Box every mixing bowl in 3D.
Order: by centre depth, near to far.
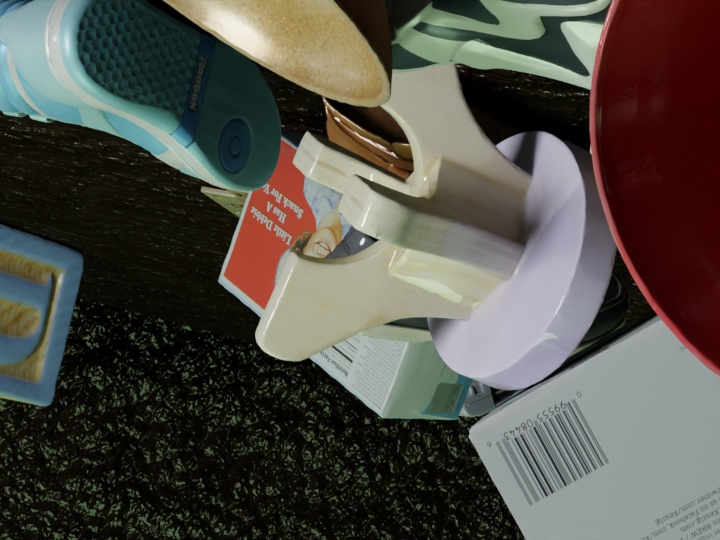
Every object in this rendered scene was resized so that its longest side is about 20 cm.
[{"bbox_3d":[0.190,-0.052,0.657,0.199,0.201,0.108,8,-163,32],"label":"mixing bowl"}]

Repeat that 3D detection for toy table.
[{"bbox_3d":[0.036,-0.026,0.967,0.117,0.185,0.200,22,175,-16],"label":"toy table"}]

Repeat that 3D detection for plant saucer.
[{"bbox_3d":[-0.061,-0.135,0.722,0.200,0.035,0.200,35,172,5],"label":"plant saucer"}]

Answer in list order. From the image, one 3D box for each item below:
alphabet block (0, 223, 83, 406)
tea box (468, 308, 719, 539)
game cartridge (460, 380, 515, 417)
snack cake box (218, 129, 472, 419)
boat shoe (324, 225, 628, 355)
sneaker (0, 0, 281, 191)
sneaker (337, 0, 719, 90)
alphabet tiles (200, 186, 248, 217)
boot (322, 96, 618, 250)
[{"bbox_3d":[-0.482,0.042,2.347,0.199,0.197,0.195,7,169,37],"label":"alphabet block"},{"bbox_3d":[0.184,0.074,0.959,0.200,0.134,0.197,-30,176,15],"label":"tea box"},{"bbox_3d":[0.147,0.105,2.042,0.199,0.041,0.133,-20,-166,-30],"label":"game cartridge"},{"bbox_3d":[0.000,0.000,1.251,0.067,0.115,0.200,5,-158,-39],"label":"snack cake box"},{"bbox_3d":[0.074,0.004,1.116,0.199,0.063,0.073,4,-141,-24],"label":"boat shoe"},{"bbox_3d":[-0.142,-0.106,1.126,0.130,0.080,0.200,4,160,36],"label":"sneaker"},{"bbox_3d":[0.078,-0.101,0.774,0.129,0.080,0.199,25,158,-23],"label":"sneaker"},{"bbox_3d":[-0.041,-0.044,1.702,0.166,0.006,0.200,10,172,16],"label":"alphabet tiles"},{"bbox_3d":[0.074,-0.063,1.119,0.199,0.074,0.155,8,168,10],"label":"boot"}]
